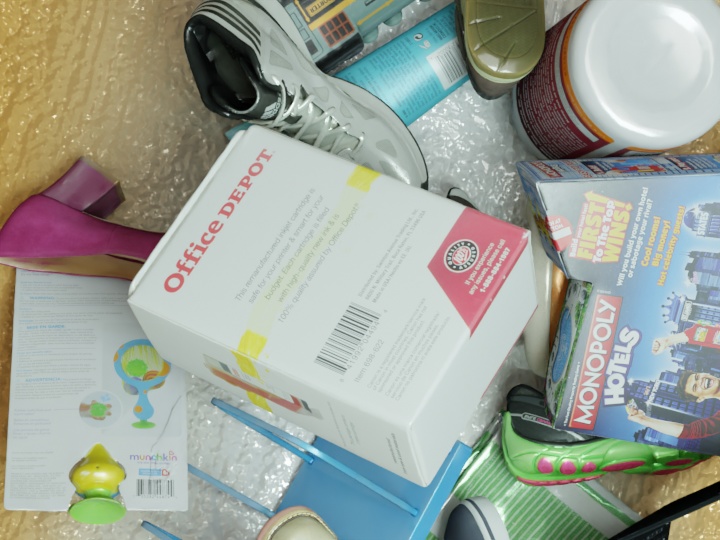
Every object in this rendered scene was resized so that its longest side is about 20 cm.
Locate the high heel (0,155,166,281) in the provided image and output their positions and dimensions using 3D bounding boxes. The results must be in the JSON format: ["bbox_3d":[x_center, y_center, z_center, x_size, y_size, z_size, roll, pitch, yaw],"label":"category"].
[{"bbox_3d":[-0.151,0.010,1.115,0.200,0.067,0.096,34,71,25],"label":"high heel"}]

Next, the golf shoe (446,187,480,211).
[{"bbox_3d":[0.000,0.000,1.171,0.199,0.078,0.095,-13,71,-12],"label":"golf shoe"}]

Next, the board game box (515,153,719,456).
[{"bbox_3d":[0.185,0.006,1.057,0.199,0.062,0.201,11,103,-11],"label":"board game box"}]

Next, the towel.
[{"bbox_3d":[0.100,0.221,1.191,0.152,0.023,0.200,38,80,-7],"label":"towel"}]

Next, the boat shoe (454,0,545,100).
[{"bbox_3d":[0.094,-0.212,1.152,0.072,0.066,0.201,9,66,-12],"label":"boat shoe"}]

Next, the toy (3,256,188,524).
[{"bbox_3d":[-0.175,0.080,1.116,0.115,0.047,0.200,1,50,-9],"label":"toy"}]

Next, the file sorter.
[{"bbox_3d":[-0.052,0.161,1.087,0.123,0.139,0.200,36,79,-35],"label":"file sorter"}]

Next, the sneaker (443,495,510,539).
[{"bbox_3d":[0.068,0.257,1.133,0.079,0.078,0.201,-7,91,-17],"label":"sneaker"}]

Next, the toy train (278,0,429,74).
[{"bbox_3d":[-0.008,-0.218,1.176,0.200,0.085,0.114,-36,105,-13],"label":"toy train"}]

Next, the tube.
[{"bbox_3d":[0.008,-0.120,1.188,0.200,0.050,0.078,-34,89,-6],"label":"tube"}]

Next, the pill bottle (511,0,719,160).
[{"bbox_3d":[0.169,-0.125,1.137,0.113,0.200,0.113,1,86,-11],"label":"pill bottle"}]

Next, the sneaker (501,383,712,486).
[{"bbox_3d":[0.192,0.101,1.185,0.199,0.077,0.084,-1,69,-24],"label":"sneaker"}]

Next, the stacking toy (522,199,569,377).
[{"bbox_3d":[0.211,0.006,1.139,0.199,0.146,0.147,4,85,10],"label":"stacking toy"}]

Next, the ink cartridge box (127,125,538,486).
[{"bbox_3d":[-0.015,0.016,1.005,0.200,0.083,0.145,24,66,23],"label":"ink cartridge box"}]

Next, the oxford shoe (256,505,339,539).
[{"bbox_3d":[-0.004,0.232,1.006,0.071,0.074,0.200,-32,114,-24],"label":"oxford shoe"}]

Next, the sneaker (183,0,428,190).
[{"bbox_3d":[-0.044,-0.094,1.090,0.201,0.115,0.076,45,116,-5],"label":"sneaker"}]

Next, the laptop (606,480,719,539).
[{"bbox_3d":[0.215,0.210,1.105,0.103,0.177,0.201,11,99,29],"label":"laptop"}]
